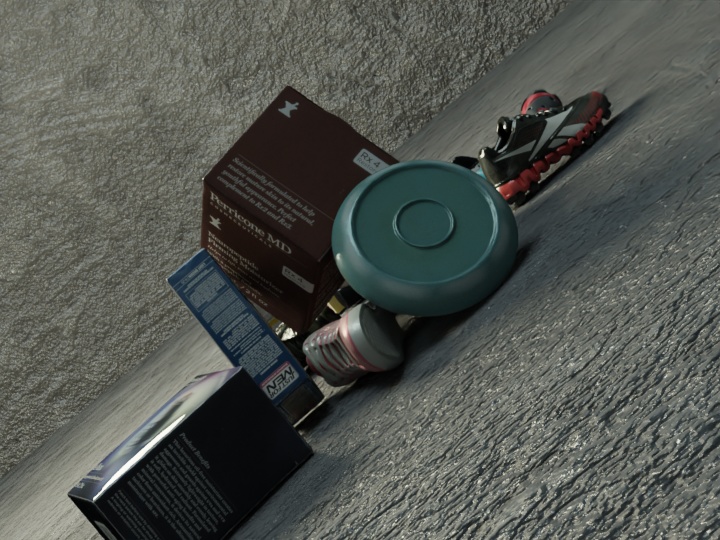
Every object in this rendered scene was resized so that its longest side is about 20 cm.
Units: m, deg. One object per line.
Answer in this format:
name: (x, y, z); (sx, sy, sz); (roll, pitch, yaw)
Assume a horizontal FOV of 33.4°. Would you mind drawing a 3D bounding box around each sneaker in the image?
sneaker: (0.229, -0.174, 1.522); (0.200, 0.098, 0.071); (-40, 6, -8)
sneaker: (-0.076, 0.099, 1.540); (0.114, 0.076, 0.199); (-50, 12, -18)
sneaker: (-0.013, 0.088, 1.279); (0.104, 0.076, 0.200); (-34, 1, 7)

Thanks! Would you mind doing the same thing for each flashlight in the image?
flashlight: (0.269, -0.216, 1.717); (0.068, 0.067, 0.200); (-63, 7, 13)

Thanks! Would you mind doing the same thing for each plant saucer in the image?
plant saucer: (0.067, -0.044, 1.259); (0.200, 0.199, 0.028); (-43, -27, -23)

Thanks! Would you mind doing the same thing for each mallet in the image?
mallet: (-0.050, -0.034, 1.782); (0.065, 0.201, 0.041); (-32, -26, -12)

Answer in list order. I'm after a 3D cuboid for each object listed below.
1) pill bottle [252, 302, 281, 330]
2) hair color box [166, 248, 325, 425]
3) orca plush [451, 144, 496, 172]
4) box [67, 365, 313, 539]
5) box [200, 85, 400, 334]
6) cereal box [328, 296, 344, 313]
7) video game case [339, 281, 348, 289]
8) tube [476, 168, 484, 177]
pill bottle: (-0.137, 0.036, 1.691); (0.112, 0.201, 0.112); (-38, 8, 6)
hair color box: (-0.129, 0.077, 1.356); (0.060, 0.200, 0.100); (-39, -20, -5)
orca plush: (0.152, -0.134, 1.754); (0.199, 0.071, 0.105); (-38, 8, 17)
box: (-0.182, 0.209, 1.242); (0.198, 0.124, 0.200); (-41, 8, -22)
box: (-0.076, -0.067, 1.401); (0.165, 0.165, 0.201); (-51, -11, -26)
cereal box: (-0.022, 0.011, 1.881); (0.144, 0.040, 0.200); (-42, 8, -16)
video game case: (0.000, 0.000, 1.588); (0.198, 0.023, 0.182); (-20, 2, 14)
tube: (0.176, -0.117, 1.657); (0.200, 0.051, 0.077); (-41, 37, -26)
